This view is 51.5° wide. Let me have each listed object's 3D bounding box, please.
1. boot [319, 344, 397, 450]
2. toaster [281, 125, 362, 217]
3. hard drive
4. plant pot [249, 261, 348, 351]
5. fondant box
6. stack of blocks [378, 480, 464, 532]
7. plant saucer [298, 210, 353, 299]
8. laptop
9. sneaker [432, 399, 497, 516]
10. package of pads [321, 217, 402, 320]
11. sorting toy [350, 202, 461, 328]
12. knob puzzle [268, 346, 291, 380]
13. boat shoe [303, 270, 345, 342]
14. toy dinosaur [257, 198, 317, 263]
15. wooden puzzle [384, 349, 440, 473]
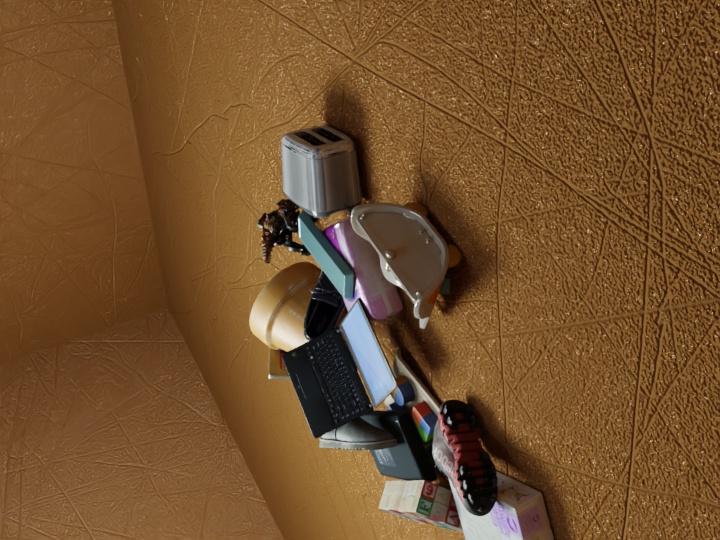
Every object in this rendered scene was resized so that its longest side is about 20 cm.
[{"bbox_3d":[-0.013,0.241,1.432,0.182,0.073,0.200,-4,76,28],"label":"boot"},{"bbox_3d":[-0.071,-0.181,1.353,0.200,0.114,0.129,40,141,53],"label":"toaster"},{"bbox_3d":[0.066,0.344,1.468,0.140,0.033,0.200,67,155,-1],"label":"hard drive"},{"bbox_3d":[-0.102,0.113,1.593,0.183,0.200,0.200,38,144,27],"label":"plant pot"},{"bbox_3d":[0.232,0.411,1.225,0.200,0.058,0.144,3,111,65],"label":"fondant box"},{"bbox_3d":[0.125,0.443,1.411,0.200,0.115,0.059,-39,30,66],"label":"stack of blocks"},{"bbox_3d":[-0.069,-0.030,1.399,0.200,0.019,0.070,52,152,38],"label":"plant saucer"},{"bbox_3d":[-0.044,0.181,1.364,0.177,0.200,0.103,66,-173,22],"label":"laptop"},{"bbox_3d":[0.166,0.315,1.217,0.200,0.071,0.098,-105,25,-43],"label":"sneaker"},{"bbox_3d":[0.000,0.000,1.389,0.120,0.076,0.200,-23,87,65],"label":"package of pads"},{"bbox_3d":[0.078,0.004,1.199,0.200,0.107,0.180,56,161,30],"label":"sorting toy"},{"bbox_3d":[-0.101,0.202,1.636,0.220,0.220,0.030,36,125,54],"label":"knob puzzle"},{"bbox_3d":[-0.062,0.054,1.480,0.075,0.200,0.062,19,172,10],"label":"boat shoe"},{"bbox_3d":[-0.163,-0.080,1.604,0.102,0.136,0.200,80,-157,-60],"label":"toy dinosaur"},{"bbox_3d":[0.098,0.279,1.435,0.200,0.046,0.185,55,154,32],"label":"wooden puzzle"}]
